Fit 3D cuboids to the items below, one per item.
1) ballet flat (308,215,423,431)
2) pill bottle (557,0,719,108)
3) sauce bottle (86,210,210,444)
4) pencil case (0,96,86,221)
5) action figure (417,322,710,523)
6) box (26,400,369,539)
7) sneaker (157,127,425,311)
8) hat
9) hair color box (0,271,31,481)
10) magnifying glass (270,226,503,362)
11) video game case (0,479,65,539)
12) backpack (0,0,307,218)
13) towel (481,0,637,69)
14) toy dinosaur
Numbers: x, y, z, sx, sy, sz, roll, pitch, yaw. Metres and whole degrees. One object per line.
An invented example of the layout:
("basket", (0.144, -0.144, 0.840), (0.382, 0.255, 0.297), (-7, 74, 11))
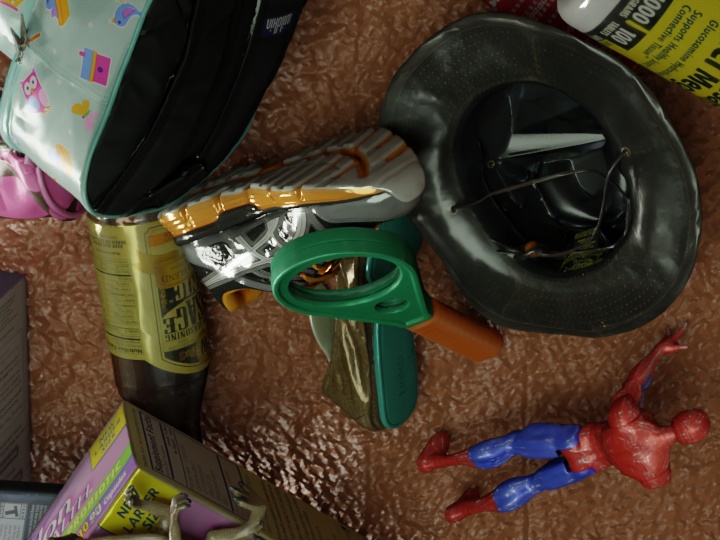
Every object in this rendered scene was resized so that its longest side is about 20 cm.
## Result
("ballet flat", (0.000, 0.000, 1.477), (0.072, 0.068, 0.201), (18, 121, 31))
("pill bottle", (0.214, -0.137, 1.308), (0.200, 0.113, 0.113), (27, 118, -10))
("sauce bottle", (-0.125, 0.038, 1.525), (0.066, 0.066, 0.201), (0, 114, 17))
("pencil case", (-0.266, -0.072, 1.506), (0.199, 0.094, 0.091), (-2, 96, 17))
("action figure", (0.138, 0.094, 1.472), (0.200, 0.099, 0.065), (-14, 111, 45))
("box", (-0.108, 0.212, 1.513), (0.200, 0.097, 0.176), (32, 102, -20))
("sneaker", (-0.030, -0.027, 1.410), (0.200, 0.078, 0.077), (-11, 107, 50))
("hat", (0.114, -0.064, 1.394), (0.200, 0.081, 0.201), (15, 124, 23))
("hair color box", (-0.255, 0.108, 1.572), (0.060, 0.099, 0.201), (7, 113, 14))
("magnifying glass", (0.021, 0.017, 1.414), (0.079, 0.200, 0.022), (-22, 60, 27))
("video game case", (-0.145, 0.206, 1.567), (0.199, 0.019, 0.143), (5, 111, -16))
("backpack", (-0.124, -0.137, 1.392), (0.153, 0.176, 0.201), (29, 119, 23))
("towel", (0.102, -0.211, 1.374), (0.200, 0.022, 0.145), (36, 115, -1))
("toy dinosaur", (-0.087, 0.178, 1.432), (0.200, 0.058, 0.101), (31, 117, -14))
